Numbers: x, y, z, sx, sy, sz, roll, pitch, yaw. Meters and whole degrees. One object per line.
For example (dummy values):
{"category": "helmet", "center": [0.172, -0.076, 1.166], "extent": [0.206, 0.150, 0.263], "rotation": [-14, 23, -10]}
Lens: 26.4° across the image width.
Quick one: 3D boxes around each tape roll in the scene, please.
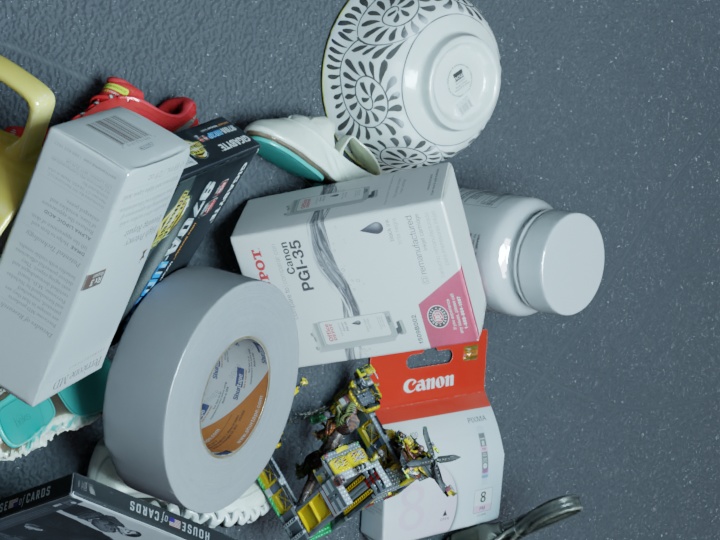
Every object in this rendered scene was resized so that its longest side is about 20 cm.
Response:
{"category": "tape roll", "center": [-0.131, 0.099, 1.303], "extent": [0.200, 0.066, 0.202], "rotation": [-36, 133, -50]}

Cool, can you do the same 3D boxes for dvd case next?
{"category": "dvd case", "center": [-0.215, 0.231, 1.316], "extent": [0.200, 0.150, 0.025], "rotation": [31, 50, -39]}

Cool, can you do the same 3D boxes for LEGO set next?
{"category": "LEGO set", "center": [-0.010, 0.160, 1.427], "extent": [0.199, 0.116, 0.155], "rotation": [-7, 63, -39]}

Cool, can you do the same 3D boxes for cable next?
{"category": "cable", "center": [0.157, 0.286, 1.610], "extent": [0.097, 0.199, 0.051], "rotation": [22, 52, -50]}

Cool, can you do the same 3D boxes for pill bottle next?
{"category": "pill bottle", "center": [0.126, -0.018, 1.471], "extent": [0.113, 0.199, 0.114], "rotation": [-10, 104, -43]}

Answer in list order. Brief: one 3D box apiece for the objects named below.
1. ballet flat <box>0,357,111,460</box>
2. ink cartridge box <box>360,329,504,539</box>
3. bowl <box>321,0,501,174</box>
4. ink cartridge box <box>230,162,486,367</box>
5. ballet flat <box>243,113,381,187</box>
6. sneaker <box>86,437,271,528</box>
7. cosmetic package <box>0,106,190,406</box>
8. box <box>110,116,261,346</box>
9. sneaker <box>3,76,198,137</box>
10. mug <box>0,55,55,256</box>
{"category": "ballet flat", "center": [-0.273, 0.112, 1.272], "extent": [0.200, 0.071, 0.072], "rotation": [-23, 119, -67]}
{"category": "ink cartridge box", "center": [0.079, 0.172, 1.588], "extent": [0.162, 0.057, 0.202], "rotation": [-6, 110, -36]}
{"category": "bowl", "center": [0.069, -0.183, 1.461], "extent": [0.200, 0.094, 0.202], "rotation": [-10, 107, -35]}
{"category": "ink cartridge box", "center": [0.000, 0.000, 1.383], "extent": [0.083, 0.199, 0.147], "rotation": [-72, 149, -61]}
{"category": "ballet flat", "center": [-0.033, -0.105, 1.422], "extent": [0.200, 0.069, 0.070], "rotation": [36, 79, -45]}
{"category": "sneaker", "center": [-0.160, 0.191, 1.396], "extent": [0.199, 0.075, 0.082], "rotation": [6, 88, -40]}
{"category": "cosmetic package", "center": [-0.205, -0.011, 1.112], "extent": [0.201, 0.074, 0.102], "rotation": [-66, 167, 23]}
{"category": "box", "center": [-0.175, -0.023, 1.240], "extent": [0.201, 0.046, 0.159], "rotation": [-56, 171, 22]}
{"category": "sneaker", "center": [-0.216, -0.118, 1.277], "extent": [0.199, 0.077, 0.086], "rotation": [-5, 100, -48]}
{"category": "mug", "center": [-0.294, -0.066, 1.157], "extent": [0.187, 0.153, 0.149], "rotation": [-59, 167, -1]}
